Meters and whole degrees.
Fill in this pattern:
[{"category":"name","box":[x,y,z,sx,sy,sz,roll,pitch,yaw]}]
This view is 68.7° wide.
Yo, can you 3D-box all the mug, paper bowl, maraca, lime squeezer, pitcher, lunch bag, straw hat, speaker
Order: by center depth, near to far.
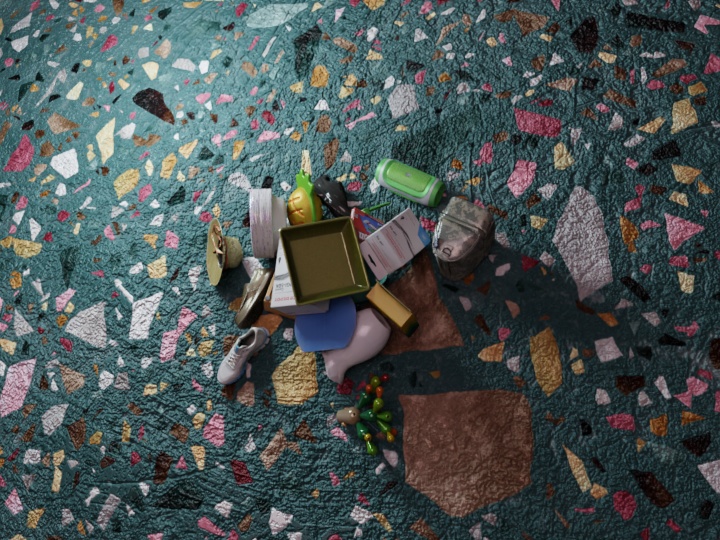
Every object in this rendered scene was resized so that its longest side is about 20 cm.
[{"category":"lunch bag","box":[0.263,-0.072,1.395,0.138,0.200,0.169,25,79,20]},{"category":"pitcher","box":[-0.027,0.182,1.440,0.200,0.121,0.172,-44,54,10]},{"category":"mug","box":[0.000,0.009,1.473,0.183,0.115,0.154,-9,62,-33]},{"category":"lime squeezer","box":[0.018,-0.148,1.497,0.070,0.038,0.201,14,48,19]},{"category":"speaker","box":[0.143,-0.258,1.543,0.198,0.089,0.089,27,81,20]},{"category":"paper bowl","box":[-0.267,-0.137,1.547,0.103,0.201,0.204,-3,71,-9]},{"category":"maraca","box":[-0.164,-0.195,1.557,0.106,0.203,0.137,-14,32,-30]},{"category":"straw hat","box":[-0.406,-0.056,1.610,0.084,0.201,0.204,0,66,-32]}]

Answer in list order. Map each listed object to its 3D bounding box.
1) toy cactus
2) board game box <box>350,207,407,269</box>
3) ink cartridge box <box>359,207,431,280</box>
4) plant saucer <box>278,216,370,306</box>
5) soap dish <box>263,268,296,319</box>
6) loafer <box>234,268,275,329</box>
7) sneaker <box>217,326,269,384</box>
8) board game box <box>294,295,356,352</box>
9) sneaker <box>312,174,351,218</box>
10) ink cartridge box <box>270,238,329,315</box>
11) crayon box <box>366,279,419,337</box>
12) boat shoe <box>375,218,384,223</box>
[{"category":"toy cactus","box":[0.016,0.378,1.386,0.163,0.102,0.203,-10,72,30]},{"category":"board game box","box":[0.053,-0.087,1.461,0.019,0.198,0.104,-28,45,47]},{"category":"ink cartridge box","box":[0.094,-0.073,1.429,0.200,0.066,0.117,-39,96,-43]},{"category":"plant saucer","box":[-0.094,-0.022,1.340,0.197,0.048,0.203,-11,79,-19]},{"category":"soap dish","box":[-0.185,0.037,1.533,0.155,0.081,0.203,15,76,18]},{"category":"loafer","box":[-0.318,0.080,1.560,0.067,0.076,0.202,21,69,19]},{"category":"sneaker","box":[-0.349,0.237,1.509,0.075,0.087,0.201,35,85,19]},{"category":"board game box","box":[-0.087,0.138,1.420,0.197,0.039,0.161,-10,69,28]},{"category":"sneaker","box":[-0.073,-0.221,1.593,0.091,0.076,0.200,-42,71,-11]},{"category":"ink cartridge box","box":[-0.155,0.010,1.423,0.145,0.083,0.203,-8,69,34]},{"category":"crayon box","box":[0.085,0.103,1.381,0.127,0.200,0.051,41,85,20]},{"category":"boat shoe","box":[-0.023,-0.094,1.538,0.197,0.074,0.070,-15,64,8]}]
